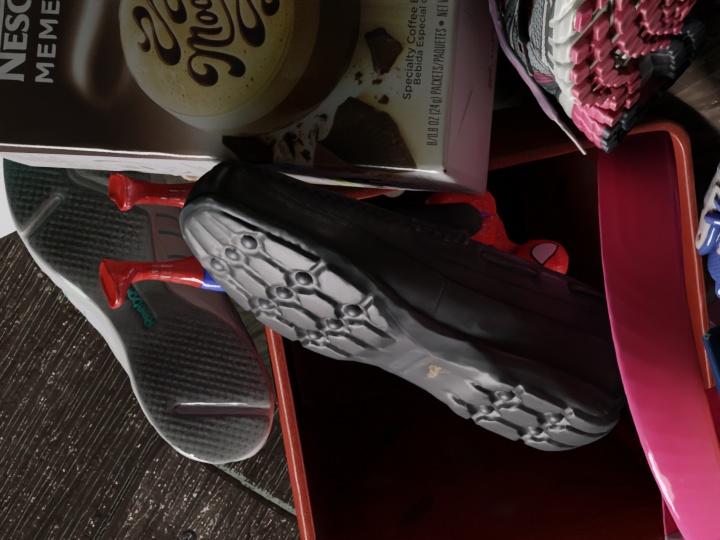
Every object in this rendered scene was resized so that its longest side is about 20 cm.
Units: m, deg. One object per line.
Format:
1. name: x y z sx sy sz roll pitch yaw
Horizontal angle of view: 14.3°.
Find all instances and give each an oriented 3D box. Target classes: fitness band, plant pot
1. fitness band: 0.121 0.030 1.127 0.200 0.037 0.144 -86 -19 -60
2. plant pot: 0.041 0.022 1.350 0.176 0.198 0.201 -131 30 -67

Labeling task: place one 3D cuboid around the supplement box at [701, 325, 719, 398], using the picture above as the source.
1. supplement box: 0.239 0.074 1.000 0.200 0.199 0.135 56 -165 -70

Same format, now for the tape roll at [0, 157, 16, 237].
1. tape roll: -0.181 -0.116 1.416 0.071 0.203 0.202 36 169 -35

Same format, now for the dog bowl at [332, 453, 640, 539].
1. dog bowl: 0.035 0.163 1.339 0.199 0.199 0.059 22 129 43

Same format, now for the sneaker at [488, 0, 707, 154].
1. sneaker: 0.079 -0.101 1.050 0.075 0.081 0.200 41 172 11

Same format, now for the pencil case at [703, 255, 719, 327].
1. pencil case: 0.239 0.065 1.445 0.199 0.087 0.083 27 141 17

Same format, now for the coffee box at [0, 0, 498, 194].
1. coffee box: -0.050 -0.094 1.134 0.198 0.114 0.080 3 177 16

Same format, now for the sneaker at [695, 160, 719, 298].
1. sneaker: 0.169 -0.033 1.107 0.075 0.088 0.200 28 170 20

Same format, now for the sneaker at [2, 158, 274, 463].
1. sneaker: -0.102 0.004 1.315 0.201 0.070 0.080 61 -179 10

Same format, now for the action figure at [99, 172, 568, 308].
1. action figure: 0.000 0.000 1.189 0.198 0.066 0.099 1 -162 -18

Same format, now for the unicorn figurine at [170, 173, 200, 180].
1. unicorn figurine: -0.092 -0.131 1.229 0.074 0.137 0.201 97 148 -74

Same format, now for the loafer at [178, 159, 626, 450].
1. loafer: 0.021 0.004 1.122 0.200 0.071 0.068 26 149 -22
